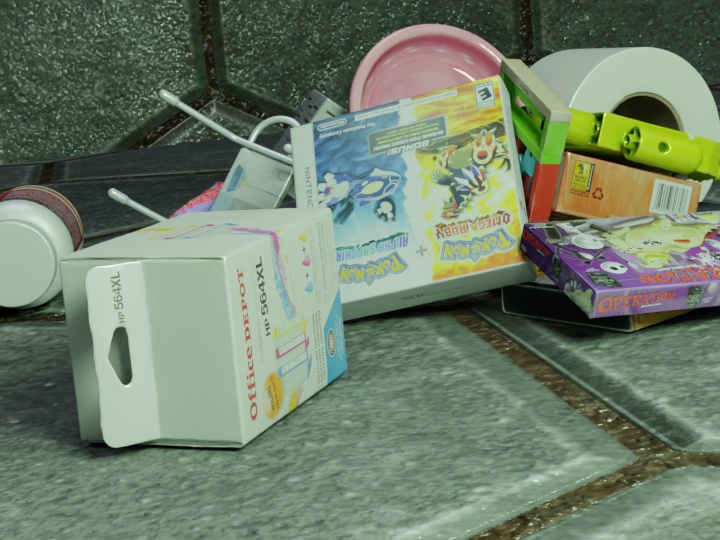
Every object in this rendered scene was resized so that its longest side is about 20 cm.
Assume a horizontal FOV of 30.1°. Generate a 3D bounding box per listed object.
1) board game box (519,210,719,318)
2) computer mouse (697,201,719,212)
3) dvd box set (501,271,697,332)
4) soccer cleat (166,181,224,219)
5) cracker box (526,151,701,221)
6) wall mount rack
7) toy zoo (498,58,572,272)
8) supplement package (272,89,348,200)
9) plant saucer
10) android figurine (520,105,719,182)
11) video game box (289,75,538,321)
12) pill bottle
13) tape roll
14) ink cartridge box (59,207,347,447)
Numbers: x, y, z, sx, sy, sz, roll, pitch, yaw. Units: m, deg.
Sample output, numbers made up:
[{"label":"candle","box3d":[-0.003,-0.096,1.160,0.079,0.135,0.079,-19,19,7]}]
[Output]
[{"label":"board game box","box3d":[0.241,-0.008,1.066,0.199,0.032,0.120,-4,33,-22]},{"label":"computer mouse","box3d":[0.344,-0.046,1.318,0.199,0.053,0.138,-10,13,-23]},{"label":"dvd box set","box3d":[0.241,0.009,1.142,0.199,0.030,0.146,-14,14,-36]},{"label":"soccer cleat","box3d":[-0.169,-0.057,1.447,0.068,0.074,0.200,9,18,42]},{"label":"cracker box","box3d":[0.208,-0.070,1.250,0.133,0.058,0.200,11,0,-16]},{"label":"wall mount rack","box3d":[-0.148,-0.090,1.367,0.173,0.201,0.075,23,-10,19]},{"label":"toy zoo","box3d":[0.138,-0.073,1.201,0.020,0.201,0.131,0,27,-15]},{"label":"supplement package","box3d":[-0.013,-0.112,1.509,0.155,0.111,0.200,34,6,-11]},{"label":"plant saucer","box3d":[0.080,-0.156,1.398,0.200,0.201,0.051,-9,-11,-18]},{"label":"android figurine","box3d":[0.245,-0.112,1.228,0.199,0.041,0.182,13,0,-20]},{"label":"video game box","box3d":[0.041,-0.060,1.158,0.199,0.183,0.047,-13,-23,15]},{"label":"pill bottle","box3d":[-0.352,-0.023,1.397,0.112,0.113,0.200,-7,10,-6]},{"label":"tape roll","box3d":[0.269,-0.141,1.455,0.202,0.204,0.139,-10,12,-20]},{"label":"ink cartridge box","box3d":[-0.107,0.037,0.916,0.125,0.129,0.200,-1,12,22]}]
